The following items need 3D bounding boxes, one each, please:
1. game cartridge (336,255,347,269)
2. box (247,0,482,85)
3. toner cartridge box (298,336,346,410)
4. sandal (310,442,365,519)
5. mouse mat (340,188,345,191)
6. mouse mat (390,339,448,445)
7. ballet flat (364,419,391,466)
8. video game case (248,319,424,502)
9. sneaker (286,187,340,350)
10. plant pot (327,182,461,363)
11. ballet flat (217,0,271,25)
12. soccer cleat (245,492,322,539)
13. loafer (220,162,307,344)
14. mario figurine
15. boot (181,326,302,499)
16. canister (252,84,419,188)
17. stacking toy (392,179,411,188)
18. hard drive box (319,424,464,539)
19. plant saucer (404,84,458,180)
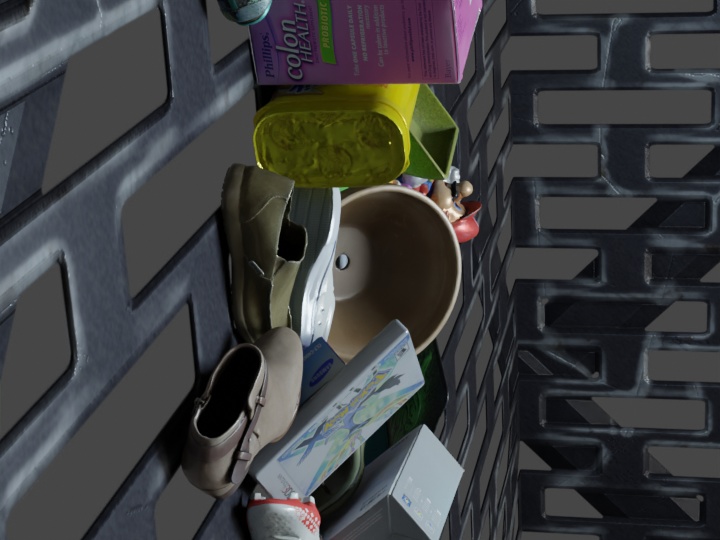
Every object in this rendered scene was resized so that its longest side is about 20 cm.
[{"bbox_3d":[-0.026,0.031,1.807,0.133,0.041,0.200,61,32,-75],"label":"game cartridge"},{"bbox_3d":[0.008,-0.262,1.544,0.176,0.200,0.097,-71,157,-54],"label":"box"},{"bbox_3d":[-0.042,0.134,1.587,0.095,0.043,0.200,-42,161,-3],"label":"toner cartridge box"},{"bbox_3d":[-0.031,0.191,1.742,0.057,0.080,0.201,37,49,-23],"label":"sandal"},{"bbox_3d":[-0.027,-0.147,1.755,0.161,0.008,0.200,60,20,-65],"label":"mouse mat"},{"bbox_3d":[0.061,0.156,1.893,0.161,0.008,0.200,-102,-157,-43],"label":"mouse mat"},{"bbox_3d":[0.006,0.147,1.927,0.069,0.069,0.200,16,77,-78],"label":"ballet flat"},{"bbox_3d":[-0.020,0.148,1.552,0.200,0.022,0.182,-44,161,-9],"label":"video game case"},{"bbox_3d":[-0.057,0.003,1.566,0.071,0.073,0.200,20,83,-66],"label":"sneaker"},{"bbox_3d":[0.000,0.000,1.680,0.093,0.201,0.201,26,-58,60],"label":"plant pot"},{"bbox_3d":[-0.093,-0.308,1.400,0.074,0.074,0.200,75,16,-52],"label":"ballet flat"},{"bbox_3d":[-0.070,0.276,1.547,0.200,0.069,0.085,77,14,-63],"label":"soccer cleat"},{"bbox_3d":[-0.083,-0.006,1.456,0.076,0.067,0.200,-74,161,-51],"label":"loafer"},{"bbox_3d":[0.087,-0.122,1.968,0.200,0.106,0.123,50,54,-16],"label":"mario figurine"},{"bbox_3d":[-0.096,0.103,1.357,0.146,0.070,0.200,94,13,-59],"label":"boot"},{"bbox_3d":[-0.016,-0.171,1.574,0.200,0.148,0.087,-76,162,-54],"label":"canister"},{"bbox_3d":[0.035,-0.068,1.896,0.110,0.116,0.200,33,-39,63],"label":"stacking toy"},{"bbox_3d":[0.020,0.272,1.734,0.077,0.156,0.200,48,21,-5],"label":"hard drive box"},{"bbox_3d":[0.033,-0.202,1.846,0.200,0.048,0.200,52,19,-14],"label":"plant saucer"}]
